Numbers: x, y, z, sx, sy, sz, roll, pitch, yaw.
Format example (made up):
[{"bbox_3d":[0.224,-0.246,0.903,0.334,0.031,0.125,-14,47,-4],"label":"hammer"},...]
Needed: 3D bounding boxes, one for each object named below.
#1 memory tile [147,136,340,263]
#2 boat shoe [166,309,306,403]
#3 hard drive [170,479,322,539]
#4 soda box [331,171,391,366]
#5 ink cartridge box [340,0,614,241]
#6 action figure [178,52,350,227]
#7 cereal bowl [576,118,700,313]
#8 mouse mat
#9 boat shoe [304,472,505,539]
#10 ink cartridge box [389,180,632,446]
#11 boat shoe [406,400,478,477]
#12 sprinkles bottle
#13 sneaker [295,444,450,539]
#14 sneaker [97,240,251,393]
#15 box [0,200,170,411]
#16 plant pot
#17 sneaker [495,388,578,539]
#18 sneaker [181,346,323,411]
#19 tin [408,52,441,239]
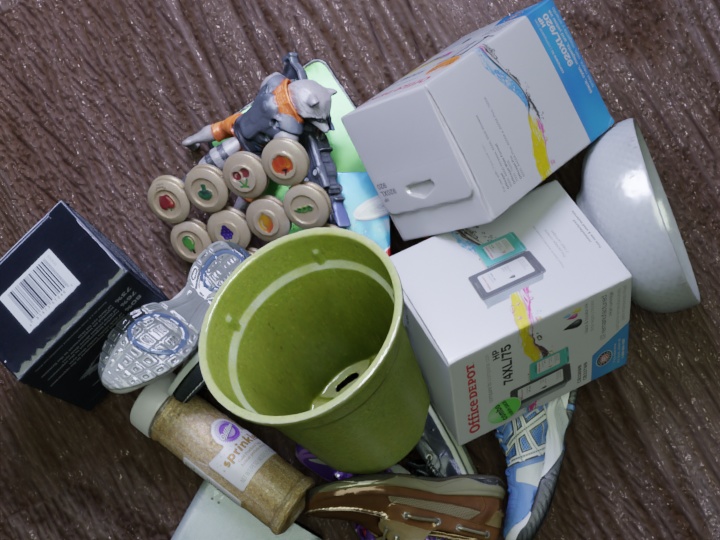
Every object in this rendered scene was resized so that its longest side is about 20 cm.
[{"bbox_3d":[-0.115,-0.047,1.330,0.198,0.017,0.155,-15,113,29],"label":"memory tile"},{"bbox_3d":[-0.110,0.068,1.298,0.060,0.076,0.200,45,98,-3],"label":"boat shoe"},{"bbox_3d":[-0.147,0.332,1.348,0.138,0.033,0.202,29,85,4],"label":"hard drive"},{"bbox_3d":[0.000,0.000,1.365,0.067,0.064,0.203,-1,85,1],"label":"soda box"},{"bbox_3d":[0.114,-0.146,1.277,0.199,0.147,0.146,-37,104,-33],"label":"ink cartridge box"},{"bbox_3d":[-0.091,-0.118,1.330,0.193,0.104,0.202,-39,64,34],"label":"action figure"},{"bbox_3d":[0.272,-0.047,1.311,0.082,0.200,0.203,-20,83,16],"label":"cereal bowl"},{"bbox_3d":[-0.053,-0.110,1.412,0.160,0.008,0.201,-34,83,-3],"label":"mouse mat"},{"bbox_3d":[0.046,0.235,1.242,0.197,0.076,0.075,1,75,-10],"label":"boat shoe"},{"bbox_3d":[0.144,0.042,1.281,0.198,0.148,0.147,-25,52,-10],"label":"ink cartridge box"},{"bbox_3d":[0.081,0.198,1.343,0.062,0.075,0.202,-29,79,3],"label":"boat shoe"},{"bbox_3d":[-0.142,0.186,1.328,0.199,0.068,0.069,35,85,13],"label":"sprinkles bottle"},{"bbox_3d":[0.012,0.231,1.303,0.199,0.081,0.083,36,54,12],"label":"sneaker"},{"bbox_3d":[-0.180,0.059,1.295,0.074,0.087,0.200,43,60,12],"label":"sneaker"},{"bbox_3d":[-0.284,0.042,1.297,0.148,0.200,0.104,-45,74,-6],"label":"box"},{"bbox_3d":[-0.023,0.095,1.216,0.198,0.185,0.202,-13,52,17],"label":"plant pot"},{"bbox_3d":[0.172,0.184,1.339,0.076,0.076,0.202,12,74,9],"label":"sneaker"},{"bbox_3d":[-0.081,0.089,1.357,0.198,0.075,0.117,17,81,4],"label":"sneaker"},{"bbox_3d":[0.085,-0.130,1.366,0.111,0.042,0.203,19,73,-36],"label":"tin"}]
